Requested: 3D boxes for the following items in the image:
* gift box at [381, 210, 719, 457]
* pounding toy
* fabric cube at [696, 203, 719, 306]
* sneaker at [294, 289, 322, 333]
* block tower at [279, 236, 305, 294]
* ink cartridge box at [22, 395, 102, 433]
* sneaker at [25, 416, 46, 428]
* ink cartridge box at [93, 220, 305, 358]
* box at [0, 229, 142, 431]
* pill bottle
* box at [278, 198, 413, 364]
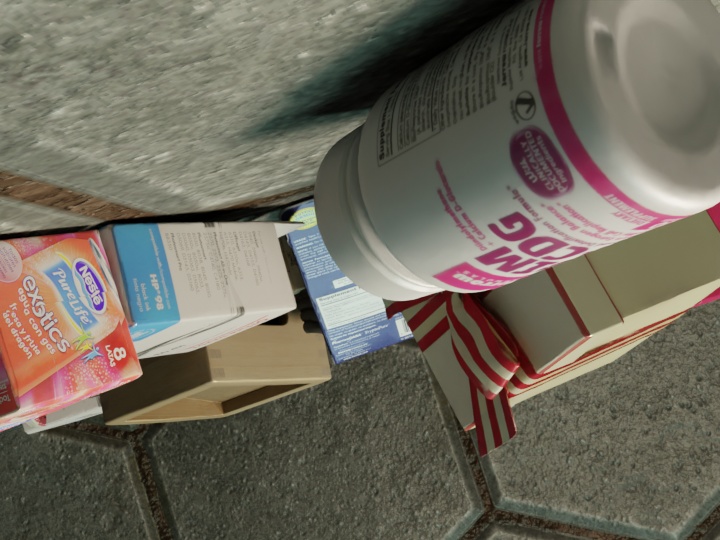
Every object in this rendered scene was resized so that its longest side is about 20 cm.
[{"bbox_3d":[0.119,0.005,0.831,0.186,0.185,0.200,-16,156,-35],"label":"gift box"},{"bbox_3d":[-0.141,0.060,1.133,0.183,0.143,0.199,-22,163,37],"label":"pounding toy"},{"bbox_3d":[0.395,-0.031,1.656,0.195,0.202,0.199,-21,173,36],"label":"fabric cube"},{"bbox_3d":[0.000,0.000,1.029,0.070,0.100,0.200,-13,172,-34],"label":"sneaker"},{"bbox_3d":[-0.148,0.022,0.966,0.198,0.058,0.054,-16,174,-21],"label":"block tower"},{"bbox_3d":[-0.271,0.110,1.328,0.198,0.087,0.146,-21,176,7],"label":"ink cartridge box"},{"bbox_3d":[-0.342,0.105,1.100,0.074,0.081,0.200,-4,168,3],"label":"sneaker"},{"bbox_3d":[-0.127,0.015,0.808,0.115,0.067,0.199,-22,170,34],"label":"ink cartridge box"},{"bbox_3d":[-0.242,0.054,0.706,0.199,0.095,0.102,-21,175,31],"label":"box"},{"bbox_3d":[0.070,-0.054,0.551,0.113,0.114,0.199,-15,174,-37],"label":"pill bottle"},{"bbox_3d":[0.010,-0.010,0.947,0.120,0.033,0.201,-18,140,-1],"label":"box"}]
